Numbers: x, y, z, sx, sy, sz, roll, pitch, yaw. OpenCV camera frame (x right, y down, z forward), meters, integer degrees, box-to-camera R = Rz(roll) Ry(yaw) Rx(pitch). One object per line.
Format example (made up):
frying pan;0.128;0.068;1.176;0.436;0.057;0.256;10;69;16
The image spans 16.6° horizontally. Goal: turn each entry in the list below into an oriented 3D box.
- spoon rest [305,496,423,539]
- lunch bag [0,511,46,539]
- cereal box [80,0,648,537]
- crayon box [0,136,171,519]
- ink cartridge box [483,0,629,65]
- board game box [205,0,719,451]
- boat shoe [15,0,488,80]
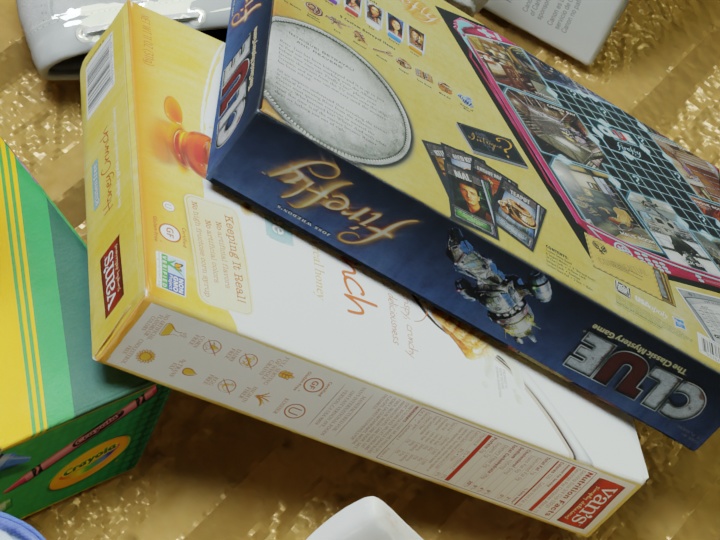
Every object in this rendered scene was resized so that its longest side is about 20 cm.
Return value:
spoon rest;-0.024;0.161;0.721;0.099;0.060;0.201;46;40;-28
lunch bag;-0.139;0.153;0.636;0.159;0.076;0.201;2;71;-24
cereal box;0.000;0.000;0.844;0.199;0.040;0.144;21;38;-28
crayon box;-0.172;0.037;0.768;0.199;0.058;0.119;-24;64;-36
ink cartridge box;0.057;-0.218;1.028;0.199;0.146;0.145;29;46;3
board game box;0.044;-0.034;0.861;0.199;0.035;0.136;29;33;-18
boat shoe;-0.035;-0.099;0.945;0.199;0.072;0.069;1;72;-31
